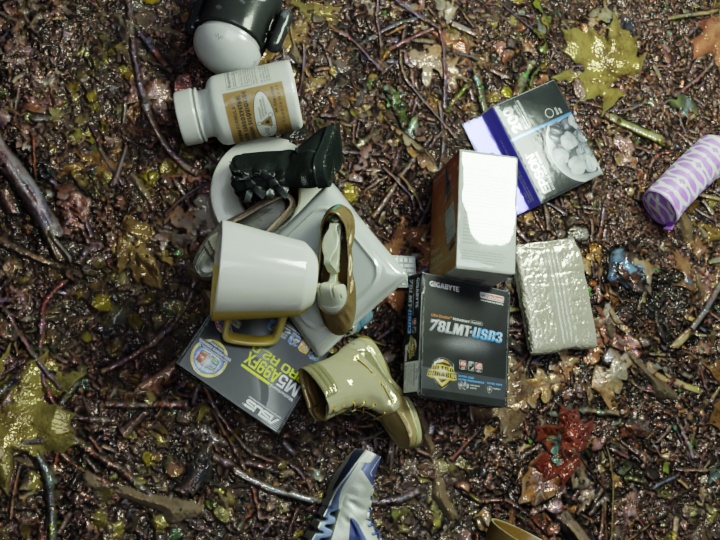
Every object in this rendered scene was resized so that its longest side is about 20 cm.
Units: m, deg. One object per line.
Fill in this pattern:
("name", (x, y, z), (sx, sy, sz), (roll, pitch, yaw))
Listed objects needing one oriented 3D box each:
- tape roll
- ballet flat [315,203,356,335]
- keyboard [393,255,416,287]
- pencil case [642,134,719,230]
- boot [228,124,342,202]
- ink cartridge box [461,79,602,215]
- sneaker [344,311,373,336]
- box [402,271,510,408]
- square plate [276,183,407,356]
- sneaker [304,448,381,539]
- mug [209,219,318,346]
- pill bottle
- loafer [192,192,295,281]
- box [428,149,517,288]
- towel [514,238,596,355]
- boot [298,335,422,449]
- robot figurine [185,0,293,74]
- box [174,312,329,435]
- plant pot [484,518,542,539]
("tape roll", (-0.155, -0.123, 1.588), (0.200, 0.037, 0.206), (3, 78, -13))
("ballet flat", (-0.040, -0.001, 1.446), (0.067, 0.072, 0.203), (4, 91, 15))
("keyboard", (0.000, 0.000, 1.613), (0.197, 0.011, 0.057), (2, 78, -14))
("pencil case", (0.616, -0.170, 1.771), (0.199, 0.084, 0.086), (-39, 112, -17))
("boot", (-0.118, -0.177, 1.537), (0.160, 0.199, 0.074), (-5, 117, 12))
("ink cartridge box", (0.313, -0.222, 1.724), (0.198, 0.043, 0.200), (-26, 86, -17))
("sneaker", (-0.030, 0.005, 1.568), (0.089, 0.078, 0.203), (-11, 87, -48))
("box", (0.162, 0.119, 1.574), (0.198, 0.049, 0.202), (13, 75, -34))
("square plate", (-0.059, -0.001, 1.503), (0.198, 0.028, 0.201), (-42, 80, 11))
("sneaker", (-0.006, 0.390, 1.497), (0.114, 0.080, 0.201), (31, 79, -9))
("mug", (-0.149, 0.015, 1.449), (0.151, 0.187, 0.152), (6, 63, -13))
("pill bottle", (-0.201, -0.270, 1.558), (0.197, 0.114, 0.116), (-13, 81, -3))
("loafer", (-0.187, -0.060, 1.512), (0.199, 0.063, 0.072), (-40, 93, -8))
("box", (0.189, -0.080, 1.603), (0.105, 0.152, 0.203), (6, 76, -12))
("towel", (0.340, 0.046, 1.677), (0.130, 0.034, 0.203), (-6, 80, -14))
("boot", (-0.001, 0.216, 1.504), (0.154, 0.073, 0.202), (-22, 80, -43))
("robot figurine", (-0.205, -0.424, 1.598), (0.124, 0.149, 0.203), (30, 69, -34))
("box", (-0.173, 0.141, 1.521), (0.199, 0.044, 0.161), (36, 71, -4))
("plant pot", (0.247, 0.526, 1.484), (0.185, 0.186, 0.202), (27, 86, -7))
